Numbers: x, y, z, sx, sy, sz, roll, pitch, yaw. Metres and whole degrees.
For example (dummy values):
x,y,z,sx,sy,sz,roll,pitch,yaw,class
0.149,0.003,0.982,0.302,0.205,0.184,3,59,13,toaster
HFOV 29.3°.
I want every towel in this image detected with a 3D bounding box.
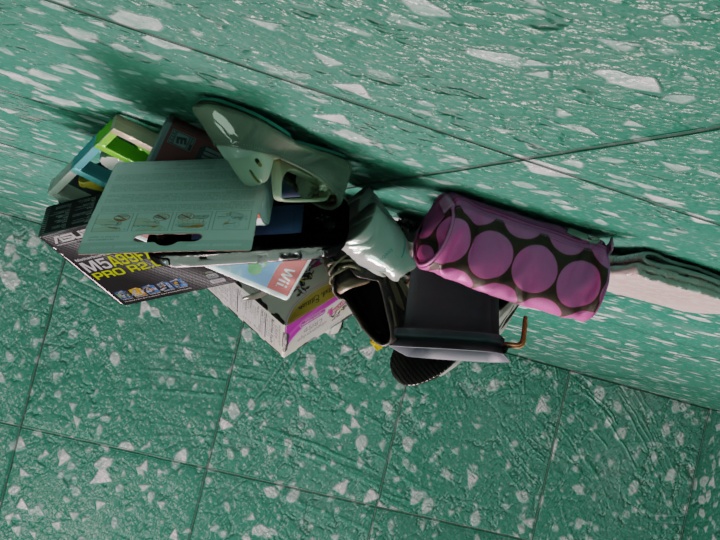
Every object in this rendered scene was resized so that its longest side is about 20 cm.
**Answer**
x,y,z,sx,sy,sz,roll,pitch,yaw,class
0.341,0.014,1.556,0.198,0.033,0.191,16,174,-22,towel

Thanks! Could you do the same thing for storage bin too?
x,y,z,sx,sy,sz,roll,pitch,yaw,class
0.115,0.029,1.535,0.144,0.136,0.200,3,174,10,storage bin

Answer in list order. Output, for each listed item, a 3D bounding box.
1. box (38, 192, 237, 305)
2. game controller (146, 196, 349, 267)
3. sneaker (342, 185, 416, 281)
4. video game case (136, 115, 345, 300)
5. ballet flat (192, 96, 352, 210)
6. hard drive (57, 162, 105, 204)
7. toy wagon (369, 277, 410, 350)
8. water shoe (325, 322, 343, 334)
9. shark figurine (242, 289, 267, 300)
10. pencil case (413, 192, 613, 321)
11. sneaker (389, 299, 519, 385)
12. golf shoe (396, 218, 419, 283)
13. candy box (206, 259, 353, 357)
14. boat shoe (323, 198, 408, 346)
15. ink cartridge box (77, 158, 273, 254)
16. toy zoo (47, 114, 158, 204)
x,y,z,sx,sy,sz,roll,pitch,yaw,class
-0.238,-0.032,1.564,0.198,0.045,0.160,-11,144,27,box
-0.109,-0.041,1.355,0.198,0.042,0.105,-3,-142,3,game controller
0.010,-0.033,1.444,0.080,0.070,0.200,45,-174,-14,sneaker
-0.134,-0.061,1.416,0.198,0.144,0.018,23,-149,-15,video game case
-0.080,-0.101,1.276,0.067,0.064,0.199,6,170,41,ballet flat
-0.253,-0.078,1.619,0.198,0.043,0.135,-10,140,31,hard drive
0.096,0.035,1.706,0.199,0.040,0.156,-26,151,-5,toy wagon
-0.054,0.008,1.815,0.078,0.072,0.201,7,131,1,water shoe
-0.104,-0.074,1.474,0.127,0.090,0.215,-22,124,10,shark figurine
0.158,-0.019,1.415,0.198,0.094,0.091,15,-141,-14,pencil case
0.128,0.076,1.678,0.074,0.200,0.088,56,-168,26,sneaker
0.071,-0.008,1.714,0.077,0.095,0.200,14,174,8,golf shoe
-0.109,0.003,1.727,0.136,0.061,0.200,-31,-125,-32,candy box
0.000,0.000,1.612,0.074,0.201,0.073,-34,-177,27,boat shoe
-0.167,-0.047,1.293,0.158,0.048,0.201,-1,-151,2,ink cartridge box
-0.261,-0.094,1.533,0.130,0.021,0.200,26,144,-26,toy zoo
